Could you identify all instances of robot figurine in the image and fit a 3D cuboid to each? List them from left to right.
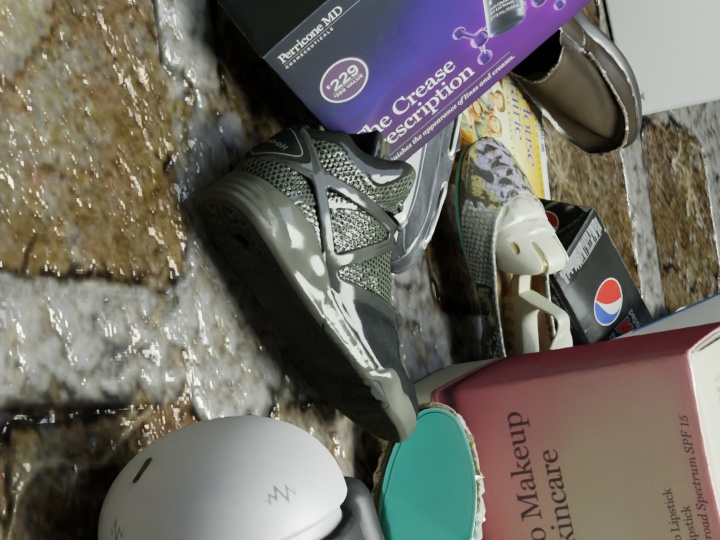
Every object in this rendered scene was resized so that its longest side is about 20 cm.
[{"bbox_3d":[-0.050,0.167,0.957,0.150,0.124,0.202,-61,136,-78],"label":"robot figurine"}]

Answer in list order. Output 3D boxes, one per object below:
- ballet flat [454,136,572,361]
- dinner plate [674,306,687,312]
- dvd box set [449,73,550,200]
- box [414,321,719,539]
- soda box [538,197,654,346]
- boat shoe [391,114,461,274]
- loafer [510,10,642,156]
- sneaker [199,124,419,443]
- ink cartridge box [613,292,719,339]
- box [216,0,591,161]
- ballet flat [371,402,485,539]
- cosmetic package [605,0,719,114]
[{"bbox_3d":[0.109,0.012,1.364,0.072,0.071,0.202,-29,115,-63],"label":"ballet flat"},{"bbox_3d":[0.285,0.132,1.771,0.200,0.024,0.202,37,47,-54],"label":"dinner plate"},{"bbox_3d":[0.074,-0.129,1.431,0.200,0.029,0.148,18,64,-61],"label":"dvd box set"},{"bbox_3d":[0.135,0.115,1.265,0.109,0.198,0.129,-19,97,-64],"label":"box"},{"bbox_3d":[0.163,0.039,1.485,0.063,0.070,0.201,-53,133,-24],"label":"soda box"},{"bbox_3d":[0.033,-0.091,1.284,0.068,0.071,0.201,48,42,-43],"label":"boat shoe"},{"bbox_3d":[0.128,-0.147,1.442,0.200,0.073,0.072,51,42,-29],"label":"loafer"},{"bbox_3d":[0.000,0.000,1.143,0.114,0.076,0.200,-46,122,-25],"label":"sneaker"},{"bbox_3d":[0.233,0.133,1.464,0.084,0.144,0.201,-112,177,-51],"label":"ink cartridge box"},{"bbox_3d":[0.037,-0.166,1.171,0.141,0.200,0.079,45,6,-46],"label":"box"},{"bbox_3d":[0.039,0.180,1.217,0.064,0.075,0.202,110,-21,-79],"label":"ballet flat"},{"bbox_3d":[0.301,-0.251,1.844,0.200,0.122,0.201,-18,96,-63],"label":"cosmetic package"}]
